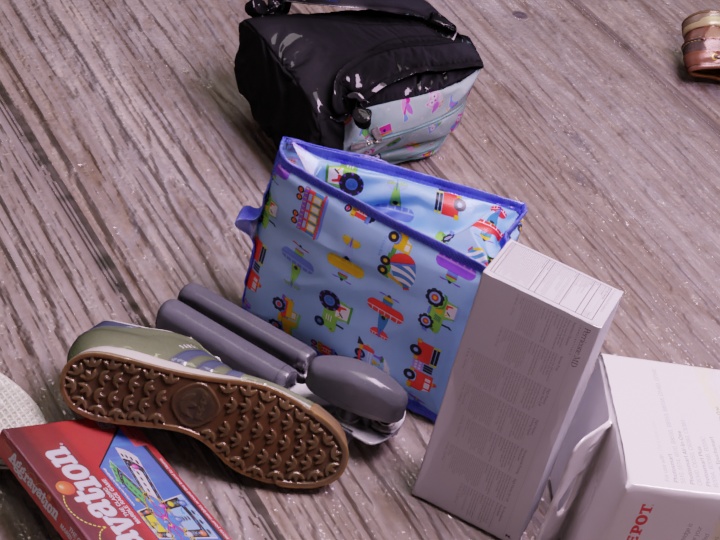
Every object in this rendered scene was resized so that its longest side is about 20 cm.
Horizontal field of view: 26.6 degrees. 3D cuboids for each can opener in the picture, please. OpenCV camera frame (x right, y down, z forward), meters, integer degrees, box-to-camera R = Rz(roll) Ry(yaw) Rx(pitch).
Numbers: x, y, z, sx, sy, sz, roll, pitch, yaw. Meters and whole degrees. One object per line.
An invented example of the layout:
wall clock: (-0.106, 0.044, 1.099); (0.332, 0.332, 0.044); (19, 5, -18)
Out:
can opener: (-0.053, 0.058, 1.086); (0.199, 0.067, 0.053); (29, 40, 16)

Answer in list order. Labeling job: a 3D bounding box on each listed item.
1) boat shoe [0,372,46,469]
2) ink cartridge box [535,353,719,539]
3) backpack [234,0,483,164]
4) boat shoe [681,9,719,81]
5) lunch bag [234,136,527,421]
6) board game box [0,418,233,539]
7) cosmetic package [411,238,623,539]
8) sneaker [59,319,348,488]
boat shoe: (-0.299, 0.088, 0.974); (0.199, 0.062, 0.075); (15, 51, -24)
ink cartridge box: (0.219, 0.148, 1.016); (0.199, 0.129, 0.126); (9, 38, -8)
backpack: (0.003, -0.164, 1.330); (0.199, 0.127, 0.167); (-14, 58, -33)
boat shoe: (0.420, -0.205, 1.574); (0.199, 0.072, 0.068); (15, 71, -13)
lunch bag: (0.000, 0.000, 1.107); (0.199, 0.151, 0.094); (21, 38, 7)
board game box: (-0.134, 0.163, 0.947); (0.103, 0.019, 0.200); (-4, 39, -49)
cosmetic package: (0.100, 0.083, 0.999); (0.082, 0.201, 0.051); (27, 39, 15)
sneaker: (-0.103, 0.081, 1.040); (0.199, 0.067, 0.090); (19, 18, -12)
